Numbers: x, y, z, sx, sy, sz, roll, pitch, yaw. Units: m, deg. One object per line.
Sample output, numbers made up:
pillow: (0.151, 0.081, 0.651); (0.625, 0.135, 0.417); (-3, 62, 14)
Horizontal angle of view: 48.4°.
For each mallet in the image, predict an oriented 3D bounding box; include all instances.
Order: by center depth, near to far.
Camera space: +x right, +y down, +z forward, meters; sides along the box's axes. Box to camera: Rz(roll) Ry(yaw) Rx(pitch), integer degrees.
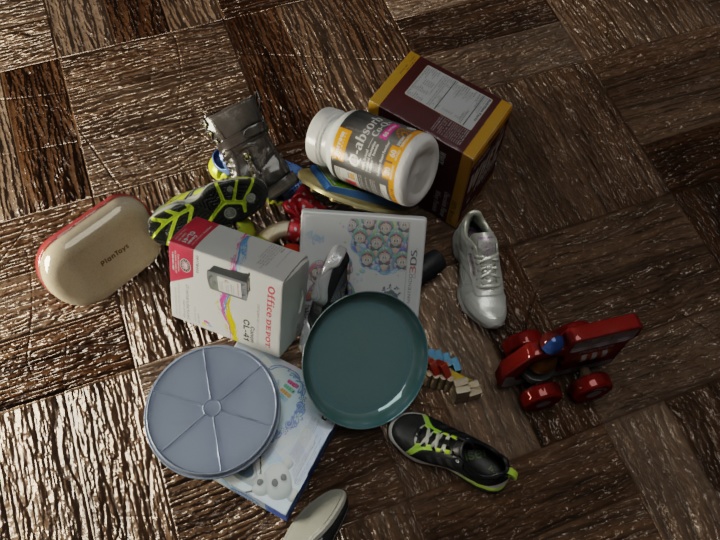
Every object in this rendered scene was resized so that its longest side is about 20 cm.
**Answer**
mallet: (0.053, -0.049, 1.359); (0.199, 0.041, 0.066); (38, 62, 21)

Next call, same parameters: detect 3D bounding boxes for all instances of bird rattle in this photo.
bird rattle: (-0.121, -0.034, 1.324); (0.198, 0.113, 0.165); (-22, 79, -25)

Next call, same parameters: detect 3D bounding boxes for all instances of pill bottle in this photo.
pill bottle: (0.016, -0.186, 1.269); (0.198, 0.117, 0.117); (24, 61, 27)

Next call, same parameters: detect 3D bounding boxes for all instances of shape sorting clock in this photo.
shape sorting clock: (-0.011, -0.130, 1.335); (0.197, 0.040, 0.200); (14, 18, -4)

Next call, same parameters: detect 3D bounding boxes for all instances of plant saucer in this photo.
plant saucer: (0.005, 0.130, 1.172); (0.197, 0.027, 0.204); (-2, 96, -21)

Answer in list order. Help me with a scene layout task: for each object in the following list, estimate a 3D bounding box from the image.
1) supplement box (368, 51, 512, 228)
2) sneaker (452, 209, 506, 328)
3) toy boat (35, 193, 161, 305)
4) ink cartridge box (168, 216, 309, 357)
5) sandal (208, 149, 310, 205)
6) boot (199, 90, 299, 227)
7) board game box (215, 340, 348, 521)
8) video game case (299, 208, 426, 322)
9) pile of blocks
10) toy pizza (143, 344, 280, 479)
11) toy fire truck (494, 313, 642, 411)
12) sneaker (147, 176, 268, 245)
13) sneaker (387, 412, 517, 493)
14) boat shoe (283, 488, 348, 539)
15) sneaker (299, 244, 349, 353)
supplement box: (0.125, -0.219, 1.361); (0.198, 0.198, 0.133); (31, 64, 14)
sneaker: (0.193, -0.004, 1.304); (0.074, 0.100, 0.203); (-7, 63, -10)
toy boat: (-0.431, -0.041, 1.293); (0.199, 0.132, 0.130); (-39, 39, -22)
ink cartridge box: (-0.187, 0.024, 1.218); (0.197, 0.150, 0.086); (19, 36, 17)
sandal: (-0.173, -0.176, 1.386); (0.197, 0.088, 0.080); (16, 59, 4)
boot: (-0.213, -0.180, 1.328); (0.198, 0.069, 0.176); (-31, 102, 6)
board game box: (-0.145, 0.230, 1.187); (0.197, 0.044, 0.201); (26, 63, 11)
video game case: (0.000, 0.000, 1.266); (0.196, 0.024, 0.185); (4, 105, -1)
pile of blocks: (0.102, 0.137, 1.242); (0.197, 0.062, 0.083); (22, 62, 8)
toy pizza: (-0.212, 0.204, 1.158); (0.196, 0.032, 0.203); (0, 60, 1)
toy fire truck: (0.305, 0.123, 1.200); (0.196, 0.169, 0.114); (-10, 61, -8)
sneaker: (-0.245, -0.110, 1.276); (0.197, 0.076, 0.077); (-18, 30, -5)
sneaker: (0.136, 0.254, 1.168); (0.197, 0.083, 0.072); (22, 62, 9)
boat shoe: (-0.072, 0.390, 1.095); (0.061, 0.073, 0.200); (56, 46, -19)
sneaker: (-0.021, 0.058, 1.215); (0.112, 0.202, 0.076); (18, 33, 1)
